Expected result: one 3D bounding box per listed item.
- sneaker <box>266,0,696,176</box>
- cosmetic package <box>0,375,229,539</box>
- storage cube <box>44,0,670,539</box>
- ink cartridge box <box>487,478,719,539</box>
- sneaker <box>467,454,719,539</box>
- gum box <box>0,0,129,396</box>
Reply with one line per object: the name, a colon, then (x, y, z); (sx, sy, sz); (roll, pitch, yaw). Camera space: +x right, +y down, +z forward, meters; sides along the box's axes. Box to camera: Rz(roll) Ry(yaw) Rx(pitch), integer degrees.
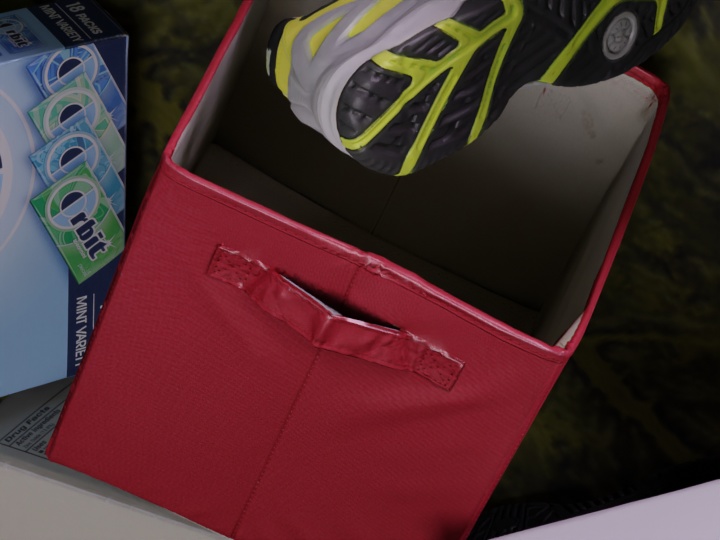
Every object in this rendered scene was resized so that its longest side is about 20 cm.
sneaker: (0.052, -0.105, 1.125); (0.076, 0.199, 0.076); (32, 134, 40)
cosmetic package: (-0.068, 0.112, 1.305); (0.199, 0.103, 0.088); (17, 127, 30)
storage cube: (0.000, 0.000, 1.193); (0.170, 0.200, 0.180); (25, 132, -1)
ink cartridge box: (0.117, 0.156, 1.187); (0.144, 0.085, 0.200); (-16, 160, 8)
sneaker: (0.129, 0.147, 1.324); (0.199, 0.060, 0.105); (-17, 112, 19)
gum box: (-0.195, -0.014, 1.256); (0.045, 0.199, 0.171); (43, 140, 44)
